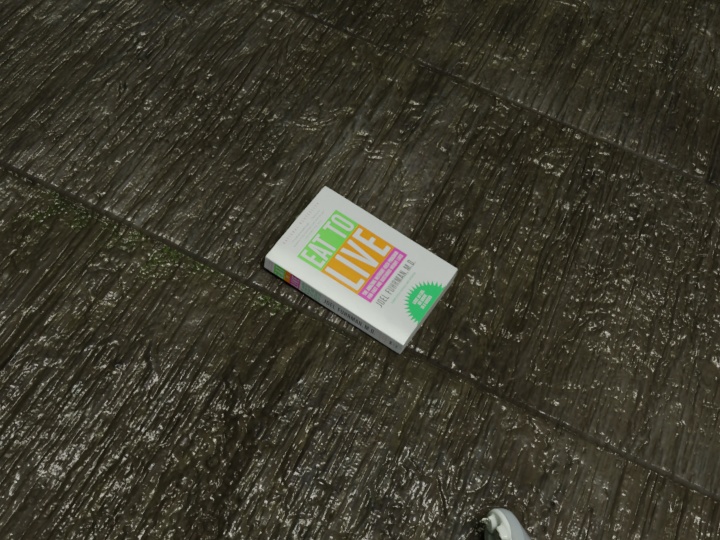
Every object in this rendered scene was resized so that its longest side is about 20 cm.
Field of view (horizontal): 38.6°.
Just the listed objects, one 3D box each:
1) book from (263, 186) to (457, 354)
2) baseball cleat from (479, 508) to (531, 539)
[{"bbox_3d":[0.000,0.000,1.266,0.200,0.048,0.134,31,57,11],"label":"book"},{"bbox_3d":[0.192,0.332,1.037,0.106,0.070,0.200,-6,63,-24],"label":"baseball cleat"}]
